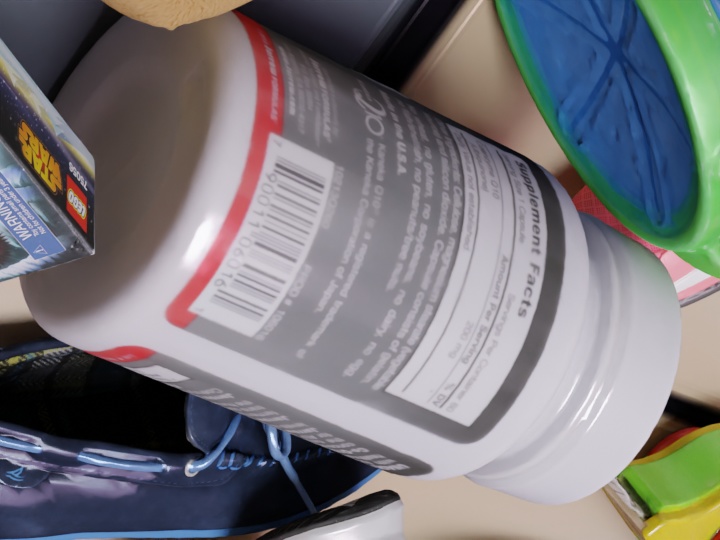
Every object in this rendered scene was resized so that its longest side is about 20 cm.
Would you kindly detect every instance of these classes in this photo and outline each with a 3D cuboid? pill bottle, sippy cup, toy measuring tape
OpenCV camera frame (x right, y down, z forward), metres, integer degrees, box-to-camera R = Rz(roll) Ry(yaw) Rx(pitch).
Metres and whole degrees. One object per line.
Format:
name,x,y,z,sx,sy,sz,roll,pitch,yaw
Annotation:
pill bottle,0.000,0.000,0.914,0.199,0.114,0.114,24,111,-34
sippy cup,0.128,-0.095,0.929,0.130,0.140,0.178,-28,140,-14
toy measuring tape,0.133,0.078,1.145,0.073,0.074,0.200,-38,140,-1

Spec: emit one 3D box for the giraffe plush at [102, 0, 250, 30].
giraffe plush,-0.049,-0.135,0.741,0.172,0.162,0.201,-23,138,-17

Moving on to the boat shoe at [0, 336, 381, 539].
boat shoe,-0.062,0.051,0.963,0.199,0.084,0.069,-14,145,-30

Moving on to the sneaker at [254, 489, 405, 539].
sneaker,-0.022,0.160,1.017,0.075,0.116,0.200,-17,168,-26

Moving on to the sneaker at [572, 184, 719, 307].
sneaker,0.134,-0.067,1.026,0.200,0.074,0.087,-40,126,-5

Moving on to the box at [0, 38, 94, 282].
box,-0.176,-0.053,0.778,0.136,0.040,0.200,-16,142,16
